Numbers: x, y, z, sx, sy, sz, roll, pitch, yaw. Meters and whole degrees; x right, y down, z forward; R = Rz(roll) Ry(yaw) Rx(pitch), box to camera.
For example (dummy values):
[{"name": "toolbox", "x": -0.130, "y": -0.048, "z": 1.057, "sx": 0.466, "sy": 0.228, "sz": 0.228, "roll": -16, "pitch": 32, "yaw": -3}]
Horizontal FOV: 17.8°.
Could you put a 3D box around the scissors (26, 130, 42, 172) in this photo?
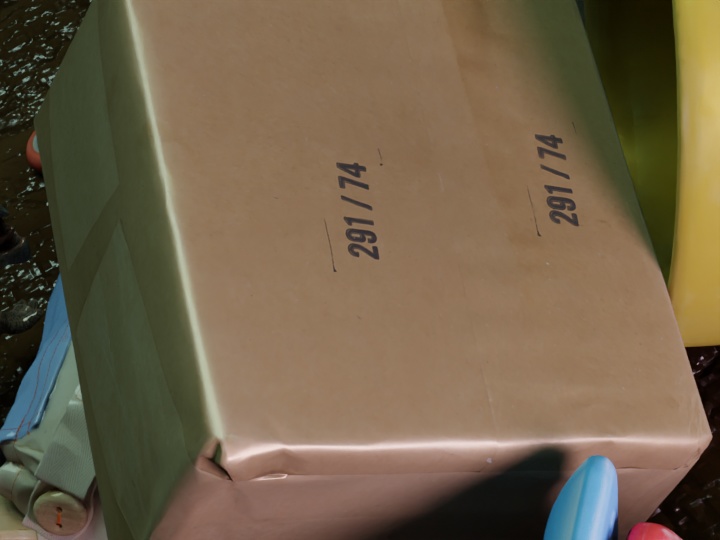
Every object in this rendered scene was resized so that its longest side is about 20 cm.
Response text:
[{"name": "scissors", "x": -0.063, "y": -0.093, "z": 1.076, "sx": 0.199, "sy": 0.014, "sz": 0.073, "roll": -32, "pitch": 40, "yaw": -9}]

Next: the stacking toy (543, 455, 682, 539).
[{"name": "stacking toy", "x": 0.146, "y": 0.136, "z": 0.678, "sx": 0.198, "sy": 0.117, "sz": 0.110, "roll": 6, "pitch": 52, "yaw": 11}]

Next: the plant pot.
[{"name": "plant pot", "x": 0.186, "y": -0.080, "z": 0.822, "sx": 0.187, "sy": 0.202, "sz": 0.202, "roll": -5, "pitch": 40, "yaw": -3}]

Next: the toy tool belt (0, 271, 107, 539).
[{"name": "toy tool belt", "x": -0.086, "y": 0.029, "z": 0.871, "sx": 0.122, "sy": 0.126, "sz": 0.201, "roll": 0, "pitch": 44, "yaw": 13}]

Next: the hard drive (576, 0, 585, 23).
[{"name": "hard drive", "x": 0.105, "y": -0.130, "z": 0.957, "sx": 0.198, "sy": 0.025, "sz": 0.133, "roll": 2, "pitch": 70, "yaw": 7}]

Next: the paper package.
[{"name": "paper package", "x": 0.000, "y": 0.000, "z": 0.775, "sx": 0.189, "sy": 0.104, "sz": 0.201, "roll": 1, "pitch": 56, "yaw": -27}]

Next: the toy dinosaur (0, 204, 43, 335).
[{"name": "toy dinosaur", "x": -0.206, "y": 0.031, "z": 0.901, "sx": 0.199, "sy": 0.136, "sz": 0.086, "roll": -33, "pitch": 43, "yaw": 5}]
